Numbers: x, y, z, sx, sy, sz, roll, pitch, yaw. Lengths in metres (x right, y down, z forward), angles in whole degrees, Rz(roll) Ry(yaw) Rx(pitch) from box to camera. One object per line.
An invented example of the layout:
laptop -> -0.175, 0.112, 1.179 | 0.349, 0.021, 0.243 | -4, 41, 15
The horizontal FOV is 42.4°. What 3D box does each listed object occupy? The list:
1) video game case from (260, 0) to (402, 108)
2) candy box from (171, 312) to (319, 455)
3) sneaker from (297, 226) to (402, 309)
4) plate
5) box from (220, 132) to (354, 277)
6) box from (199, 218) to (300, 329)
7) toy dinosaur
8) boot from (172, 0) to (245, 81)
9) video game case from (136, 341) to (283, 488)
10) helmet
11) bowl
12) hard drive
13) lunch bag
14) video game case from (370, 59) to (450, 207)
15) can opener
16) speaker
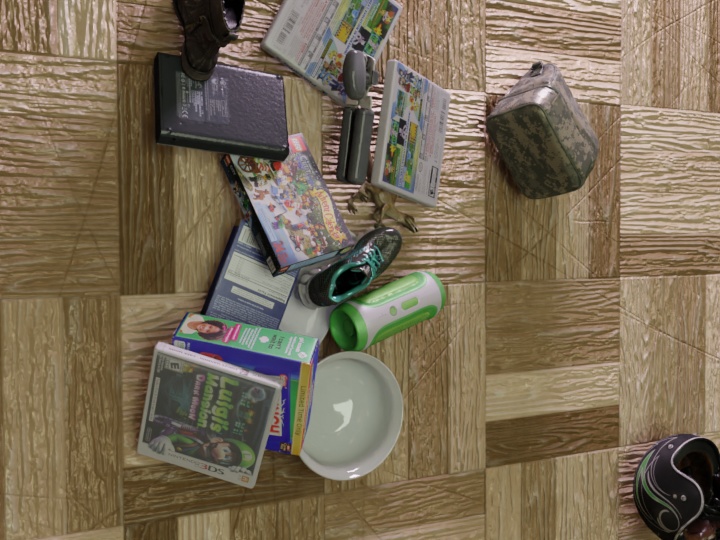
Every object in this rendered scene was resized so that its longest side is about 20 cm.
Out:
video game case -> -0.043, -0.391, 1.486 | 0.181, 0.022, 0.202 | 32, 76, -26
candy box -> -0.167, 0.163, 1.325 | 0.197, 0.077, 0.171 | 10, 120, 2
sneaker -> 0.000, 0.000, 1.456 | 0.199, 0.091, 0.078 | -38, 110, -23
plate -> -0.100, -0.005, 1.470 | 0.200, 0.032, 0.201 | 39, 74, -25
box -> -0.110, -0.102, 1.401 | 0.135, 0.038, 0.202 | -18, 76, -33
box -> -0.167, 0.038, 1.399 | 0.120, 0.032, 0.202 | 24, 80, -25
toy dinosaur -> 0.024, -0.136, 1.533 | 0.101, 0.058, 0.202 | -41, 112, -38
boot -> -0.204, -0.380, 1.302 | 0.068, 0.174, 0.203 | -1, 72, -28
video game case -> -0.215, 0.207, 1.301 | 0.180, 0.023, 0.202 | 17, 122, -1
helmet -> 0.626, 0.423, 1.803 | 0.197, 0.192, 0.202 | -11, 133, -12
bowl -> -0.038, 0.224, 1.478 | 0.199, 0.090, 0.204 | -2, 94, -28
hard drive -> -0.204, -0.241, 1.372 | 0.198, 0.033, 0.141 | 5, 66, -27
lunch bag -> 0.335, -0.249, 1.646 | 0.201, 0.138, 0.168 | 54, 51, -23
video game case -> 0.085, -0.220, 1.527 | 0.182, 0.022, 0.203 | 14, 82, -55
can opener -> -0.016, -0.238, 1.446 | 0.066, 0.053, 0.203 | 0, 100, -48
speaker -> 0.046, 0.065, 1.509 | 0.199, 0.088, 0.090 | -22, 102, -37
